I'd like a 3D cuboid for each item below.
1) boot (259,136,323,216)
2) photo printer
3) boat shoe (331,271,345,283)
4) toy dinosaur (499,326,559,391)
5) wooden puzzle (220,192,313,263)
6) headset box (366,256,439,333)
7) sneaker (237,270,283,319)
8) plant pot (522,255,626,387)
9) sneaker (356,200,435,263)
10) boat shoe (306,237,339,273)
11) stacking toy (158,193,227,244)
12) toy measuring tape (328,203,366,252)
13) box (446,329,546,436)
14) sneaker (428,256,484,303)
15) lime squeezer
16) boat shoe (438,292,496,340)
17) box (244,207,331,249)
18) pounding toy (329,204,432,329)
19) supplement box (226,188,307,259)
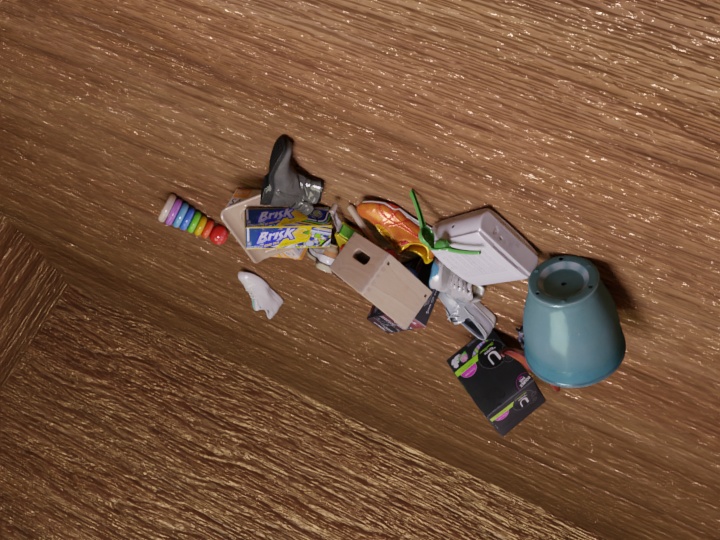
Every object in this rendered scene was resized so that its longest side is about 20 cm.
[{"bbox_3d":[-0.136,-0.200,1.591,0.128,0.069,0.201,10,144,-15],"label":"boot"},{"bbox_3d":[0.233,-0.041,1.481,0.165,0.070,0.199,38,157,-20],"label":"photo printer"},{"bbox_3d":[0.000,0.000,1.781,0.069,0.072,0.199,14,-178,27],"label":"boat shoe"},{"bbox_3d":[0.414,0.223,1.760,0.105,0.197,0.185,14,128,67],"label":"toy dinosaur"},{"bbox_3d":[-0.202,-0.120,1.740,0.196,0.047,0.186,-22,135,10],"label":"wooden puzzle"},{"bbox_3d":[0.113,0.057,1.735,0.076,0.151,0.199,33,157,-19],"label":"headset box"},{"bbox_3d":[-0.333,0.083,2.406,0.074,0.090,0.200,5,149,47],"label":"sneaker"},{"bbox_3d":[0.397,0.083,1.420,0.197,0.201,0.190,11,138,36],"label":"plant pot"},{"bbox_3d":[0.077,-0.084,1.564,0.197,0.078,0.073,28,160,3],"label":"sneaker"},{"bbox_3d":[-0.083,-0.049,1.818,0.073,0.070,0.200,17,-171,-18],"label":"boat shoe"},{"bbox_3d":[-0.470,-0.133,2.112,0.197,0.087,0.085,30,159,-16],"label":"stacking toy"},{"bbox_3d":[-0.022,-0.084,1.695,0.072,0.075,0.201,19,157,19],"label":"toy measuring tape"},{"bbox_3d":[0.335,0.274,1.843,0.125,0.148,0.201,50,-177,-46],"label":"box"},{"bbox_3d":[0.209,0.021,1.621,0.079,0.078,0.199,12,173,30],"label":"sneaker"},{"bbox_3d":[0.153,-0.068,1.436,0.037,0.071,0.200,6,-147,-52],"label":"lime squeezer"},{"bbox_3d":[0.243,0.097,1.771,0.199,0.073,0.070,37,157,-21],"label":"boat shoe"},{"bbox_3d":[-0.166,-0.096,1.690,0.195,0.065,0.071,-2,136,-10],"label":"box"},{"bbox_3d":[0.036,-0.011,1.615,0.183,0.143,0.199,39,178,-36],"label":"pounding toy"},{"bbox_3d":[-0.229,-0.115,1.862,0.124,0.075,0.200,6,149,41],"label":"supplement box"}]
